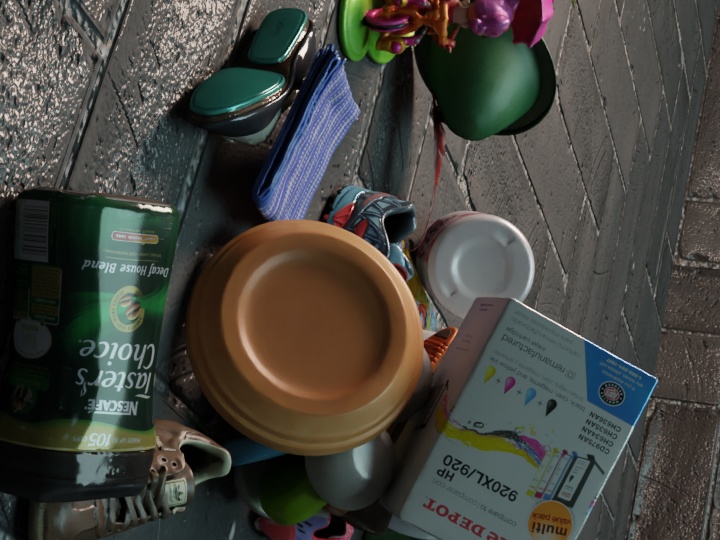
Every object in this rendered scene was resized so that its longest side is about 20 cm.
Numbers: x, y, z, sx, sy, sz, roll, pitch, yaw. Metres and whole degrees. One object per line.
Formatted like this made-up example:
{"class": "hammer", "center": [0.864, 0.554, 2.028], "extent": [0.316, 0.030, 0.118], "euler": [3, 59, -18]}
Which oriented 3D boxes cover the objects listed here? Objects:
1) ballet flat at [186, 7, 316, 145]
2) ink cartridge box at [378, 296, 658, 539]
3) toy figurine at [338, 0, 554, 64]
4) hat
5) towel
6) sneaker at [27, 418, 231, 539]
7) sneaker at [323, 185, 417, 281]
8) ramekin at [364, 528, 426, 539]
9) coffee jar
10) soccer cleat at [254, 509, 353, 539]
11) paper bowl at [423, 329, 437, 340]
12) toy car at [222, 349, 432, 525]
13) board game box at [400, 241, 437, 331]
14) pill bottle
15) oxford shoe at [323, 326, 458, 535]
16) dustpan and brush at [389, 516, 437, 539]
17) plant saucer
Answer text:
{"class": "ballet flat", "center": [-0.081, -0.143, 1.275], "extent": [0.200, 0.073, 0.073], "euler": [-61, 150, -52]}
{"class": "ink cartridge box", "center": [0.125, 0.143, 1.322], "extent": [0.201, 0.147, 0.145], "euler": [-62, -174, -4]}
{"class": "toy figurine", "center": [0.097, -0.265, 1.556], "extent": [0.200, 0.183, 0.151], "euler": [-52, 143, -54]}
{"class": "hat", "center": [0.100, -0.165, 1.640], "extent": [0.200, 0.165, 0.176], "euler": [57, 45, -17]}
{"class": "towel", "center": [-0.042, -0.102, 1.348], "extent": [0.145, 0.024, 0.200], "euler": [-64, 172, -6]}
{"class": "sneaker", "center": [-0.161, 0.149, 1.128], "extent": [0.200, 0.075, 0.071], "euler": [-32, 126, -66]}
{"class": "sneaker", "center": [0.000, 0.000, 1.497], "extent": [0.079, 0.095, 0.201], "euler": [69, 34, -51]}
{"class": "ramekin", "center": [0.072, 0.332, 1.797], "extent": [0.200, 0.097, 0.201], "euler": [7, 90, -70]}
{"class": "coffee jar", "center": [-0.178, 0.050, 1.022], "extent": [0.104, 0.085, 0.201], "euler": [5, 92, -51]}
{"class": "soccer cleat", "center": [-0.036, 0.246, 1.503], "extent": [0.200, 0.076, 0.067], "euler": [46, 53, -64]}
{"class": "paper bowl", "center": [0.065, 0.129, 1.553], "extent": [0.201, 0.200, 0.105], "euler": [59, 46, -59]}
{"class": "toy car", "center": [-0.048, 0.113, 1.345], "extent": [0.150, 0.175, 0.201], "euler": [38, 61, -23]}
{"class": "board game box", "center": [0.032, 0.063, 1.695], "extent": [0.200, 0.034, 0.135], "euler": [64, 38, -56]}
{"class": "pill bottle", "center": [0.120, -0.008, 1.727], "extent": [0.200, 0.113, 0.114], "euler": [-137, -128, -85]}
{"class": "oxford shoe", "center": [0.043, 0.144, 1.421], "extent": [0.200, 0.073, 0.071], "euler": [-56, -163, -5]}
{"class": "dustpan and brush", "center": [0.028, 0.229, 1.657], "extent": [0.199, 0.140, 0.057], "euler": [-10, 153, -35]}
{"class": "plant saucer", "center": [-0.040, 0.048, 1.268], "extent": [0.037, 0.199, 0.201], "euler": [128, -19, -63]}
